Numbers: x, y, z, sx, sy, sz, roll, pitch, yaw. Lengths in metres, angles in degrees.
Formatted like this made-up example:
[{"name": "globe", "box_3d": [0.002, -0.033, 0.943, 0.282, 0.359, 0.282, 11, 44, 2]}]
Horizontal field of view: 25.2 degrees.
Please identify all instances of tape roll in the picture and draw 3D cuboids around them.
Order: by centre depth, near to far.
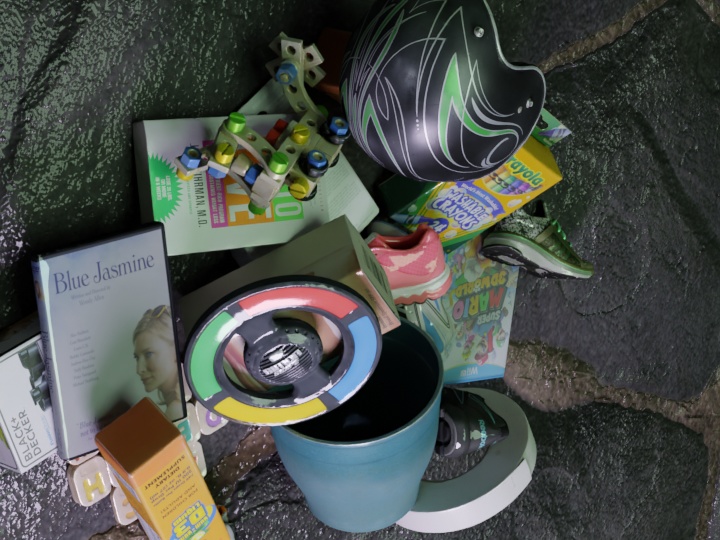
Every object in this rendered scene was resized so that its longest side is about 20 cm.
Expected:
[{"name": "tape roll", "box_3d": [0.106, 0.217, 1.868, 0.203, 0.202, 0.037, -43, 129, -27]}]

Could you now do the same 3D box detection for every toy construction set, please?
[{"name": "toy construction set", "box_3d": [-0.084, -0.137, 1.588, 0.201, 0.131, 0.092, -60, 179, -34]}]

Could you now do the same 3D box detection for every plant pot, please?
[{"name": "plant pot", "box_3d": [-0.004, 0.179, 1.764, 0.200, 0.200, 0.189, -37, 140, -31]}]

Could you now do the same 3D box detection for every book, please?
[{"name": "book", "box_3d": [-0.130, -0.089, 1.624, 0.199, 0.048, 0.135, -8, 94, -34]}]

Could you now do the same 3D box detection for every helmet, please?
[{"name": "helmet", "box_3d": [0.072, -0.193, 1.626, 0.190, 0.199, 0.201, 27, 83, -46]}]

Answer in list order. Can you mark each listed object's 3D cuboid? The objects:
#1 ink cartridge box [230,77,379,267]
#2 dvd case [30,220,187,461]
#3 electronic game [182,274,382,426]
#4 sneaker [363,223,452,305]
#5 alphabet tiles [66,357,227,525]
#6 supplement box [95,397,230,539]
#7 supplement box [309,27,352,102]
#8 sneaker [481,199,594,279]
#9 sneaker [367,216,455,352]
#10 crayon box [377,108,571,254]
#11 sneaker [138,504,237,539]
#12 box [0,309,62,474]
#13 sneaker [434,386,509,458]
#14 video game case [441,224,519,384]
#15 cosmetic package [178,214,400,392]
[{"name": "ink cartridge box", "box_3d": [-0.088, -0.086, 1.707, 0.160, 0.047, 0.200, -47, 117, -24]}, {"name": "dvd case", "box_3d": [-0.234, 0.065, 1.522, 0.142, 0.017, 0.201, -18, 109, -39]}, {"name": "electronic game", "box_3d": [-0.076, 0.082, 1.587, 0.199, 0.042, 0.201, -8, 133, -8]}, {"name": "sneaker", "box_3d": [0.000, 0.000, 1.757, 0.199, 0.074, 0.087, -17, 123, -13]}, {"name": "alphabet tiles", "box_3d": [-0.221, 0.157, 1.659, 0.199, 0.015, 0.197, -29, 122, -36]}, {"name": "supplement box", "box_3d": [-0.187, 0.213, 1.556, 0.066, 0.069, 0.200, -38, 145, -18]}, {"name": "supplement box", "box_3d": [0.032, -0.194, 1.764, 0.200, 0.066, 0.069, 24, 86, -45]}, {"name": "sneaker", "box_3d": [0.230, -0.040, 1.986, 0.199, 0.077, 0.089, 19, 80, -49]}, {"name": "sneaker", "box_3d": [0.053, 0.026, 1.849, 0.073, 0.072, 0.201, -49, 131, -31]}, {"name": "crayon box", "box_3d": [0.136, -0.108, 1.815, 0.200, 0.052, 0.126, -35, 144, 21]}, {"name": "sneaker", "box_3d": [-0.153, 0.304, 1.726, 0.079, 0.074, 0.200, -48, 131, -18]}, {"name": "box", "box_3d": [-0.278, 0.092, 1.541, 0.200, 0.060, 0.117, -31, 117, -34]}, {"name": "sneaker", "box_3d": [0.097, 0.170, 1.846, 0.079, 0.200, 0.076, -5, 103, -22]}, {"name": "video game case", "box_3d": [0.139, 0.038, 1.977, 0.143, 0.018, 0.201, -4, 105, -45]}, {"name": "cosmetic package", "box_3d": [-0.073, 0.043, 1.642, 0.199, 0.088, 0.103, -27, 135, 11]}]
